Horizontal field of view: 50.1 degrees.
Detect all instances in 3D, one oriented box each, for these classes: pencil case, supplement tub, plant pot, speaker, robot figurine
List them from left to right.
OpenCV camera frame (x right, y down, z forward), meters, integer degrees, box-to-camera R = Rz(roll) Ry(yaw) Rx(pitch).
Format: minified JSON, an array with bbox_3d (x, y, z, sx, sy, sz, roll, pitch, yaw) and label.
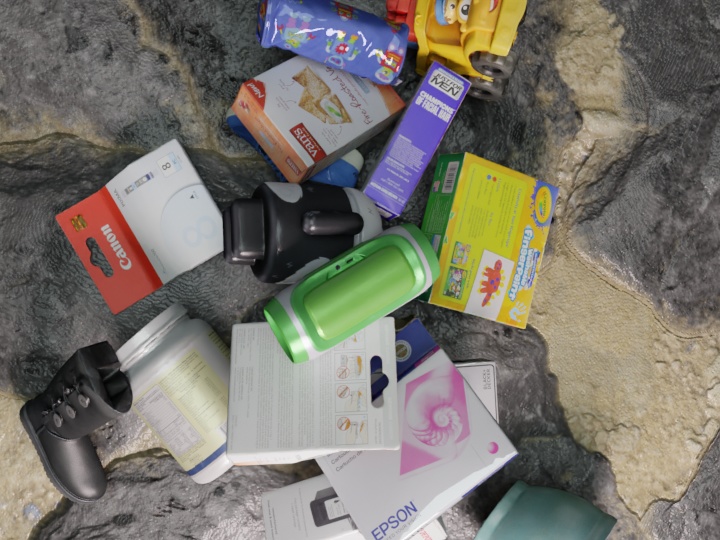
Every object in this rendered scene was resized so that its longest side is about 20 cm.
[{"bbox_3d":[-0.219,0.156,1.003,0.145,0.145,0.201,-40,93,-4],"label":"supplement tub"},{"bbox_3d":[-0.069,-0.043,0.955,0.197,0.151,0.126,0,120,-24],"label":"robot figurine"},{"bbox_3d":[-0.035,-0.295,0.972,0.197,0.087,0.079,12,46,-18],"label":"pencil case"},{"bbox_3d":[-0.009,0.025,0.885,0.198,0.088,0.089,-30,93,-14],"label":"speaker"},{"bbox_3d":[0.232,0.372,1.038,0.134,0.200,0.201,37,86,23],"label":"plant pot"}]

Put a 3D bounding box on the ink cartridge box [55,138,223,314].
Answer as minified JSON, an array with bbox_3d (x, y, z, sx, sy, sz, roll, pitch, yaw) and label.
[{"bbox_3d":[-0.291,-0.058,1.045,0.198,0.047,0.161,-31,93,-7],"label":"ink cartridge box"}]

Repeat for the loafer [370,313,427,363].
[{"bbox_3d":[-0.013,0.082,0.973,0.197,0.075,0.071,-14,94,-5],"label":"loafer"}]

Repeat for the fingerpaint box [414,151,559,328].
[{"bbox_3d":[0.166,-0.039,1.053,0.165,0.073,0.203,14,89,-26],"label":"fingerpaint box"}]

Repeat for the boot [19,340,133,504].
[{"bbox_3d":[-0.340,0.198,0.977,0.199,0.066,0.166,-35,93,34],"label":"boot"}]

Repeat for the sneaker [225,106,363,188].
[{"bbox_3d":[-0.102,-0.141,1.044,0.198,0.077,0.113,23,75,-11],"label":"sneaker"}]

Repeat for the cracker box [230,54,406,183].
[{"bbox_3d":[-0.052,-0.215,1.011,0.199,0.058,0.134,-38,88,-34],"label":"cracker box"}]

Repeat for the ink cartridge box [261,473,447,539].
[{"bbox_3d":[-0.004,0.308,0.965,0.197,0.146,0.084,-19,56,6],"label":"ink cartridge box"}]

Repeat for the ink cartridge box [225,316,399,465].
[{"bbox_3d":[-0.055,0.138,0.905,0.197,0.050,0.164,-2,64,1],"label":"ink cartridge box"}]

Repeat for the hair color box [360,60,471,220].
[{"bbox_3d":[0.069,-0.171,1.048,0.064,0.109,0.202,27,88,-5],"label":"hair color box"}]

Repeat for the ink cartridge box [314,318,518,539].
[{"bbox_3d":[0.045,0.186,0.887,0.196,0.043,0.201,-38,70,0],"label":"ink cartridge box"}]

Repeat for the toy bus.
[{"bbox_3d":[0.123,-0.328,1.015,0.189,0.200,0.138,17,86,3],"label":"toy bus"}]

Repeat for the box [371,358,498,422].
[{"bbox_3d":[0.074,0.177,0.990,0.197,0.060,0.119,-4,89,-8],"label":"box"}]
